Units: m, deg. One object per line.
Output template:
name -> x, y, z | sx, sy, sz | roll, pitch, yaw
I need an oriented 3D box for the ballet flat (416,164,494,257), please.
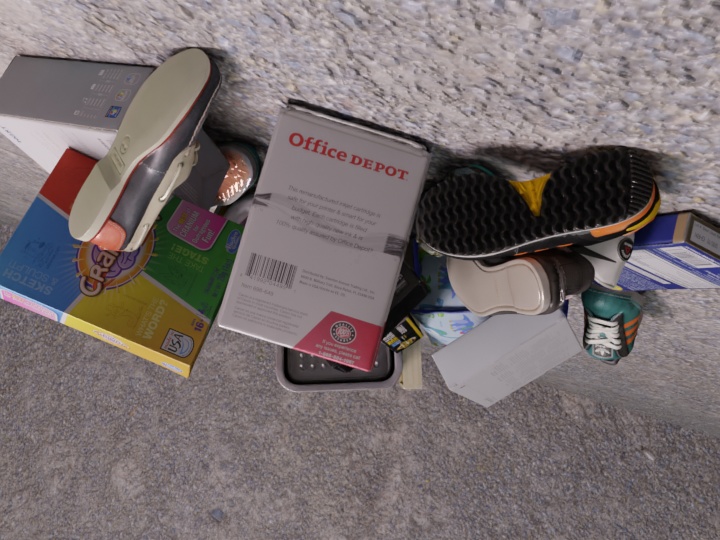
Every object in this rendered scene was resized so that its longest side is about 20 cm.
ballet flat -> 0.085, -0.050, 0.714 | 0.073, 0.076, 0.200 | 16, 169, 1

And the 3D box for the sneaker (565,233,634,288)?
sneaker -> 0.175, -0.019, 0.686 | 0.073, 0.090, 0.199 | 19, 172, -26

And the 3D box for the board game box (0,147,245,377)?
board game box -> -0.224, -0.009, 0.676 | 0.197, 0.155, 0.040 | 23, 153, -6

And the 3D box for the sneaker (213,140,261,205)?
sneaker -> -0.175, -0.116, 0.847 | 0.198, 0.080, 0.072 | -16, 111, 45

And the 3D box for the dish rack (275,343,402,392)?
dish rack -> -0.031, 0.068, 0.957 | 0.167, 0.204, 0.044 | -2, 156, -2

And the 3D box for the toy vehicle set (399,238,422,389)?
toy vehicle set -> 0.067, 0.065, 1.011 | 0.026, 0.205, 0.124 | -2, 174, 0

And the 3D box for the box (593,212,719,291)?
box -> 0.281, -0.013, 0.694 | 0.119, 0.033, 0.199 | 21, 169, -22

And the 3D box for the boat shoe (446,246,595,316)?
boat shoe -> 0.141, 0.007, 0.651 | 0.056, 0.068, 0.200 | -12, -174, -15

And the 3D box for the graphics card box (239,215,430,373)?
graphics card box -> -0.036, -0.009, 0.739 | 0.201, 0.125, 0.051 | 50, -176, 23

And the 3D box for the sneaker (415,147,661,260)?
sneaker -> 0.144, -0.041, 0.579 | 0.197, 0.072, 0.089 | -8, 162, 32

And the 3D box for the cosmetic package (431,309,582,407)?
cosmetic package -> 0.184, 0.099, 0.852 | 0.052, 0.150, 0.200 | 59, -170, 26

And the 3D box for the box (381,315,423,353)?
box -> 0.000, 0.000, 0.870 | 0.202, 0.049, 0.160 | 58, -179, 17

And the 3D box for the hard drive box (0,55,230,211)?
hard drive box -> -0.261, -0.136, 0.733 | 0.196, 0.078, 0.156 | 12, 158, 25

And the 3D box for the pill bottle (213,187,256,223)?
pill bottle -> -0.140, -0.051, 0.928 | 0.109, 0.113, 0.200 | 19, -176, -18

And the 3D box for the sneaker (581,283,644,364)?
sneaker -> 0.323, 0.073, 0.906 | 0.070, 0.081, 0.199 | 14, 169, 32

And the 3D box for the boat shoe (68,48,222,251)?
boat shoe -> -0.176, -0.098, 0.608 | 0.062, 0.201, 0.072 | 21, -155, -47

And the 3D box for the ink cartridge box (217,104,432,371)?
ink cartridge box -> -0.031, -0.028, 0.643 | 0.143, 0.204, 0.085 | 16, 176, 0

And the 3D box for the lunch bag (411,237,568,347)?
lunch bag -> 0.175, 0.036, 0.928 | 0.195, 0.130, 0.170 | -2, 160, 15
